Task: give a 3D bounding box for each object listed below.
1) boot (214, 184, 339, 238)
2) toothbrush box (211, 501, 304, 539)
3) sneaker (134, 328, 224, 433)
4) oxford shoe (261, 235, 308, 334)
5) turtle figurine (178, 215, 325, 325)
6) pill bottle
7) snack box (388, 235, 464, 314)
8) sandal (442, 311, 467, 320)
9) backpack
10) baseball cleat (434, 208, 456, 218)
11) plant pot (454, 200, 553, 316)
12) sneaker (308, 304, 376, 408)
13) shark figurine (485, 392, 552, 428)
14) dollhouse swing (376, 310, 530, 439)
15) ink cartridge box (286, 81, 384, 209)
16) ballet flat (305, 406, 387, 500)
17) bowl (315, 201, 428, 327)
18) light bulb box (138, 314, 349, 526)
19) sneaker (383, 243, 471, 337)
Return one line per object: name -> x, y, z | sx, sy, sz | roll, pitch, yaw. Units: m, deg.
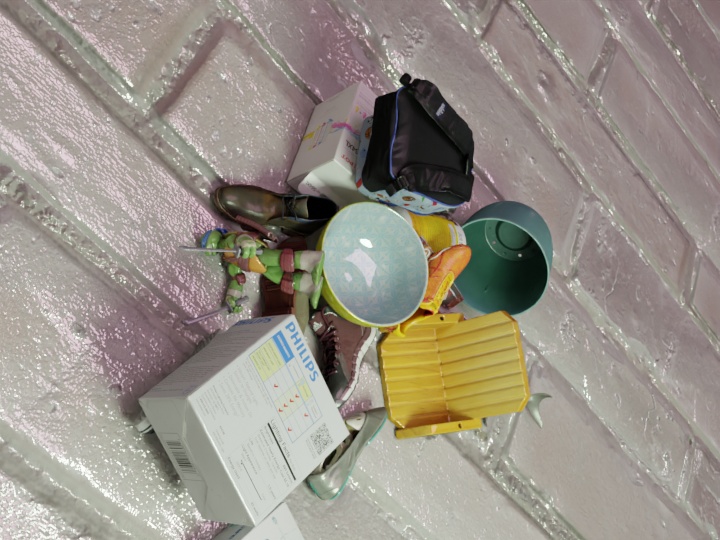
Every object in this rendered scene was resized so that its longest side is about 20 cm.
boot -> -0.128, -0.107, 1.526 | 0.198, 0.096, 0.076 | 13, 67, -41
toothbrush box -> -0.131, 0.448, 1.348 | 0.146, 0.085, 0.202 | -34, 101, -44
sneaker -> -0.228, 0.169, 1.351 | 0.080, 0.078, 0.200 | 50, 46, -12
oxford shoe -> -0.113, 0.042, 1.529 | 0.075, 0.070, 0.202 | 55, 38, -53
turtle figurine -> -0.156, 0.015, 1.415 | 0.200, 0.191, 0.146 | -69, 170, -68
pill bottle -> 0.086, -0.053, 1.708 | 0.198, 0.109, 0.111 | 11, 69, -42
snack box -> 0.117, 0.017, 1.693 | 0.024, 0.072, 0.200 | 58, 4, 39
sandal -> 0.186, 0.173, 1.742 | 0.081, 0.050, 0.206 | -11, 88, -6
backpack -> 0.091, -0.177, 1.549 | 0.189, 0.153, 0.203 | 21, 72, -32
baseball cleat -> 0.109, -0.178, 1.800 | 0.199, 0.069, 0.108 | 30, 58, -35
plant pot -> 0.274, -0.039, 1.834 | 0.202, 0.199, 0.161 | 58, 32, -13
sneaker -> -0.053, 0.128, 1.549 | 0.115, 0.075, 0.201 | 44, 40, -18
shark figurine -> 0.267, 0.255, 1.824 | 0.214, 0.127, 0.091 | 18, 89, -58
dollhouse swing -> 0.156, 0.169, 1.635 | 0.180, 0.175, 0.203 | -1, 77, -34
ink cartridge box -> -0.022, -0.187, 1.636 | 0.128, 0.124, 0.202 | 37, 53, -30
ballet flat -> -0.021, 0.271, 1.529 | 0.064, 0.067, 0.200 | 47, 49, -12
bowl -> 0.000, 0.000, 1.559 | 0.198, 0.107, 0.203 | 8, 73, -29
light bulb box -> -0.150, 0.194, 1.287 | 0.200, 0.124, 0.200 | -38, 111, -40
sneaker -> 0.120, 0.037, 1.628 | 0.200, 0.077, 0.073 | -45, 141, -8
